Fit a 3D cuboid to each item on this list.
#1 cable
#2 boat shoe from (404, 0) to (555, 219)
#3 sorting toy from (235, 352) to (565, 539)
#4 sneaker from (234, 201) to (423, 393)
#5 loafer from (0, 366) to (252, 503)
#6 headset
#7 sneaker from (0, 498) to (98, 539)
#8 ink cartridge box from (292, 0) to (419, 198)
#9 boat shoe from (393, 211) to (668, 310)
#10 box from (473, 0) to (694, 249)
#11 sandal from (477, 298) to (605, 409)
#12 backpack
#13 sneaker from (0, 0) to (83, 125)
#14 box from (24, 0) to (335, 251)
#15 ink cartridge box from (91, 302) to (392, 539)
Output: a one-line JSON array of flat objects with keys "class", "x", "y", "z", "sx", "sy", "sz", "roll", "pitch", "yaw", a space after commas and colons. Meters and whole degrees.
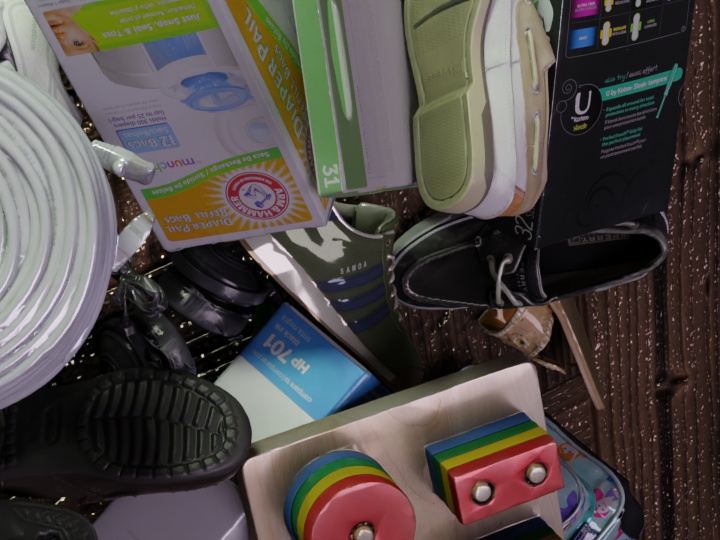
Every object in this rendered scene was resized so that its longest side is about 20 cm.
[{"class": "cable", "x": -0.229, "y": -0.018, "z": 0.987, "sx": 0.200, "sy": 0.069, "sz": 0.200, "roll": 31, "pitch": 86, "yaw": -2}, {"class": "boat shoe", "x": 0.073, "y": -0.129, "z": 1.109, "sx": 0.068, "sy": 0.075, "sz": 0.200, "roll": 9, "pitch": 81, "yaw": -37}, {"class": "sorting toy", "x": 0.042, "y": 0.180, "z": 1.176, "sx": 0.199, "sy": 0.070, "sz": 0.200, "roll": -18, "pitch": 114, "yaw": -15}, {"class": "sneaker", "x": 0.000, "y": 0.000, "z": 1.255, "sx": 0.090, "sy": 0.067, "sz": 0.200, "roll": -46, "pitch": 125, "yaw": -2}, {"class": "loafer", "x": -0.155, "y": 0.105, "z": 1.156, "sx": 0.071, "sy": 0.200, "sz": 0.073, "roll": 55, "pitch": 38, "yaw": -59}, {"class": "headset", "x": -0.109, "y": 0.040, "z": 1.186, "sx": 0.124, "sy": 0.094, "sz": 0.200, "roll": -47, "pitch": 142, "yaw": -7}, {"class": "sneaker", "x": -0.270, "y": 0.176, "z": 1.150, "sx": 0.199, "sy": 0.076, "sz": 0.114, "roll": 15, "pitch": 138, "yaw": -20}, {"class": "ink cartridge box", "x": -0.012, "y": -0.113, "z": 1.048, "sx": 0.200, "sy": 0.048, "sz": 0.146, "roll": -17, "pitch": 99, "yaw": -73}, {"class": "boat shoe", "x": 0.109, "y": -0.009, "z": 1.277, "sx": 0.200, "sy": 0.064, "sz": 0.071, "roll": -14, "pitch": 115, "yaw": 12}, {"class": "box", "x": 0.118, "y": -0.140, "z": 1.212, "sx": 0.124, "sy": 0.148, "sz": 0.200, "roll": -17, "pitch": 121, "yaw": -34}, {"class": "sandal", "x": 0.115, "y": 0.018, "z": 1.367, "sx": 0.070, "sy": 0.078, "sz": 0.212, "roll": -17, "pitch": 120, "yaw": 10}, {"class": "backpack", "x": 0.079, "y": 0.187, "z": 1.333, "sx": 0.200, "sy": 0.178, "sz": 0.151, "roll": -50, "pitch": 150, "yaw": 2}, {"class": "sneaker", "x": -0.197, "y": -0.064, "z": 1.088, "sx": 0.081, "sy": 0.075, "sz": 0.200, "roll": -18, "pitch": 123, "yaw": -38}, {"class": "box", "x": -0.092, "y": -0.121, "z": 1.079, "sx": 0.101, "sy": 0.112, "sz": 0.200, "roll": -76, "pitch": 151, "yaw": -45}, {"class": "ink cartridge box", "x": -0.066, "y": 0.138, "z": 1.242, "sx": 0.200, "sy": 0.086, "sz": 0.146, "roll": -48, "pitch": 156, "yaw": -3}]
